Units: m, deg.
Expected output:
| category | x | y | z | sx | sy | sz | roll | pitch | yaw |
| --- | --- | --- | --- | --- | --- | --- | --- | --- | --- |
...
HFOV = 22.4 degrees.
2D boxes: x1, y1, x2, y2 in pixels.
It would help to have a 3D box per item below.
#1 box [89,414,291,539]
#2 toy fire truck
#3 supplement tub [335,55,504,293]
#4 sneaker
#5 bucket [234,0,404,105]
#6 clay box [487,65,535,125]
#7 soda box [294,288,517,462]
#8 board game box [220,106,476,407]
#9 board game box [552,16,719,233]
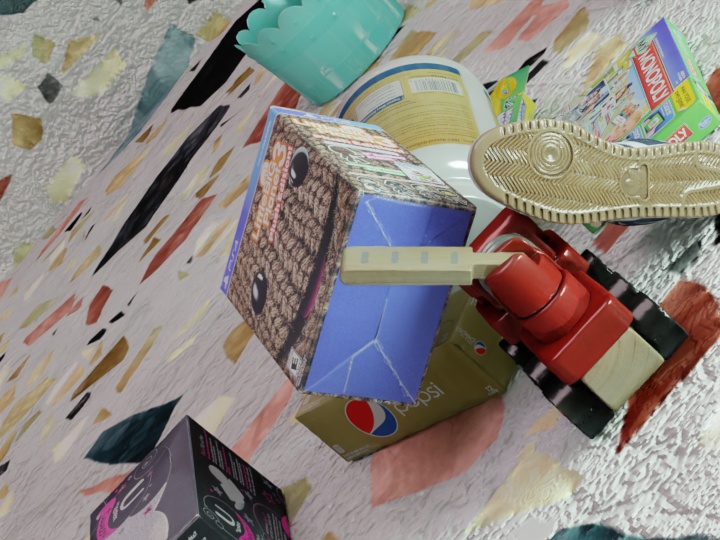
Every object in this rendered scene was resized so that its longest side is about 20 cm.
| category | x | y | z | sx | sy | sz | roll | pitch | yaw |
| --- | --- | --- | --- | --- | --- | --- | --- | --- | --- |
| box | -0.139 | 0.228 | 1.458 | 0.132 | 0.115 | 0.200 | -46 | 17 | 8 |
| toy fire truck | 0.091 | 0.011 | 1.221 | 0.129 | 0.200 | 0.176 | -47 | 17 | 4 |
| supplement tub | 0.058 | -0.073 | 1.530 | 0.145 | 0.145 | 0.200 | -41 | 34 | 22 |
| sneaker | 0.159 | -0.066 | 1.289 | 0.108 | 0.200 | 0.070 | -172 | 86 | -75 |
| bucket | -0.050 | -0.327 | 2.393 | 0.207 | 0.135 | 0.207 | -42 | 19 | 18 |
| clay box | 0.093 | -0.101 | 1.711 | 0.200 | 0.048 | 0.115 | -35 | 24 | 34 |
| soda box | 0.039 | 0.082 | 1.426 | 0.200 | 0.064 | 0.068 | -30 | 25 | 47 |
| board game box | -0.015 | -0.014 | 1.369 | 0.200 | 0.097 | 0.160 | 45 | 123 | 60 |
| board game box | 0.221 | -0.122 | 1.483 | 0.135 | 0.029 | 0.200 | -43 | 18 | 19 |
